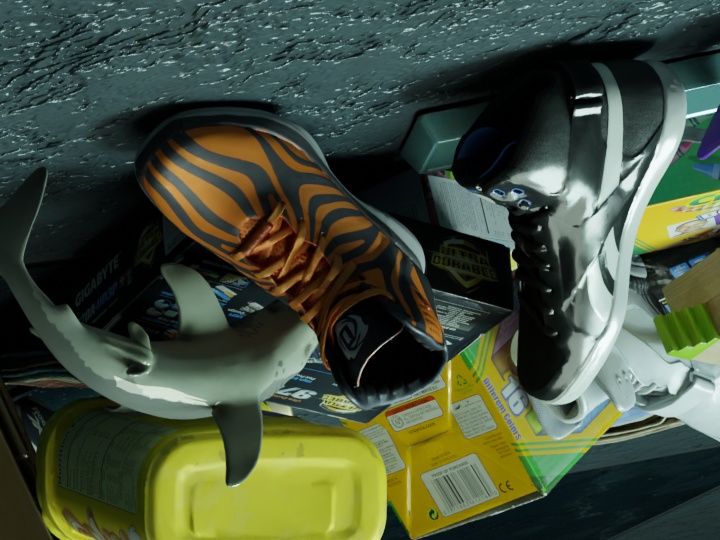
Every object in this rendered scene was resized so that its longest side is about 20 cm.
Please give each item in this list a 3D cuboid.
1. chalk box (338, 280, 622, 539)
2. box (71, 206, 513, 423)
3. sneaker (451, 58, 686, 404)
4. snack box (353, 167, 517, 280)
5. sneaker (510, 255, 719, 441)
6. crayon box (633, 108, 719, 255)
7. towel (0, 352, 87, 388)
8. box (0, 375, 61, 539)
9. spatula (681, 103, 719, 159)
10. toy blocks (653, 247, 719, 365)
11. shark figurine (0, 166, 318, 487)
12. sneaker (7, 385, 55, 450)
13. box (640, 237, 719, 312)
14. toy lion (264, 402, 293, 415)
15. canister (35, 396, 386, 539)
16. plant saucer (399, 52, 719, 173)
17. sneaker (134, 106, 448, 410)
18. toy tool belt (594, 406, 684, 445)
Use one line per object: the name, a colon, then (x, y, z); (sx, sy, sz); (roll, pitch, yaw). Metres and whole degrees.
chalk box: (0.093, 0.059, 1.726); (0.124, 0.124, 0.200); (-24, -169, 41)
box: (-0.038, 0.017, 1.501); (0.199, 0.046, 0.159); (14, 146, -28)
sneaker: (0.089, -0.024, 1.431); (0.111, 0.073, 0.201); (3, 115, -30)
snack box: (0.000, 0.000, 1.613); (0.199, 0.053, 0.142); (-22, 163, 30)
sneaker: (0.168, 0.069, 1.656); (0.200, 0.115, 0.075); (42, 139, -19)
crayon box: (0.219, -0.063, 1.581); (0.199, 0.059, 0.119); (-13, 167, -8)
towel: (-0.157, 0.063, 1.632); (0.146, 0.022, 0.199); (4, 174, -37)
box: (-0.268, 0.139, 1.637); (0.199, 0.164, 0.021); (-20, -173, 37)
spatula: (0.153, -0.071, 1.469); (0.199, 0.021, 0.057); (-18, -149, 40)
toy blocks: (0.284, 0.008, 1.640); (0.136, 0.100, 0.199); (-37, 149, 31)
shark figurine: (-0.123, 0.043, 1.380); (0.213, 0.129, 0.089); (21, 152, -27)
sneaker: (-0.234, 0.107, 1.730); (0.129, 0.080, 0.199); (-16, 172, -28)
box: (0.289, 0.001, 1.756); (0.199, 0.050, 0.160); (-22, 127, 25)
toy lion: (-0.068, 0.151, 1.738); (0.068, 0.193, 0.200); (-19, -168, -11)
canister: (-0.085, 0.119, 1.506); (0.148, 0.087, 0.200); (0, -179, -22)
plant saucer: (0.123, -0.086, 1.476); (0.199, 0.019, 0.070); (-13, 167, -12)
sneaker: (-0.022, -0.003, 1.345); (0.199, 0.112, 0.078); (29, 113, -36)
toy tool belt: (0.193, 0.052, 1.888); (0.199, 0.126, 0.123); (-25, 172, 34)
